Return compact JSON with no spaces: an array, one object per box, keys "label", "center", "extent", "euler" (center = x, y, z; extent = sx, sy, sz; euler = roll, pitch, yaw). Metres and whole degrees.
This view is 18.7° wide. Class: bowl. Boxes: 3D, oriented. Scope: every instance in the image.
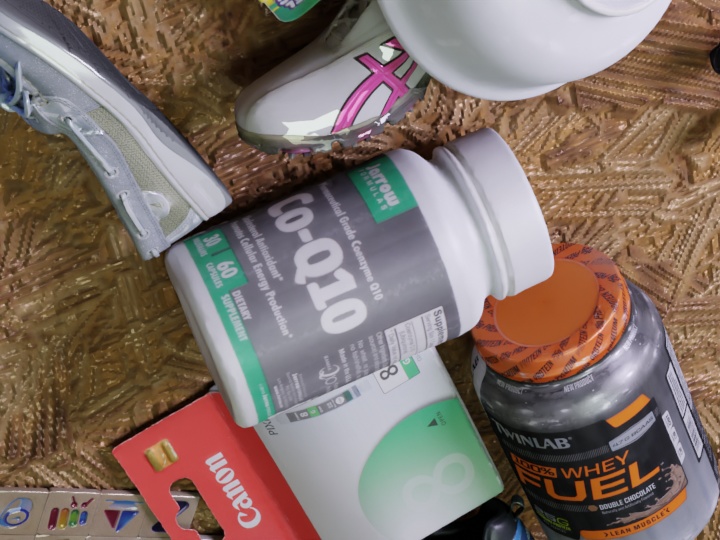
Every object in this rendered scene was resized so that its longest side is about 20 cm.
[{"label":"bowl","center":[0.106,-0.182,1.122],"extent":[0.201,0.090,0.202],"euler":[-9,105,-36]}]

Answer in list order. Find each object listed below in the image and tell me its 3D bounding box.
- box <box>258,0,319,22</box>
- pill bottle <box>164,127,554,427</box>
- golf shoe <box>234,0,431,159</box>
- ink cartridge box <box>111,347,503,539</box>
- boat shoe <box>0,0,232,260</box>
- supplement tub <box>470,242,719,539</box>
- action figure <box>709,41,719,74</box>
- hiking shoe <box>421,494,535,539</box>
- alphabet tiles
[{"label":"box","center":[-0.052,-0.225,1.098],"extent":[0.117,0.048,0.200],"euler":[-39,128,4]},{"label":"pill bottle","center":[0.000,0.000,1.239],"extent":[0.200,0.113,0.113],"euler":[-24,130,-8]},{"label":"golf shoe","center":[0.014,-0.132,1.183],"extent":[0.200,0.073,0.092],"euler":[-28,123,-16]},{"label":"ink cartridge box","center":[-0.029,0.121,1.349],"extent":[0.200,0.050,0.161],"euler":[-32,127,-5]},{"label":"boat shoe","center":[-0.146,-0.077,1.145],"extent":[0.065,0.074,0.202],"euler":[-42,137,3]},{"label":"supplement tub","center":[0.143,0.085,1.360],"extent":[0.122,0.123,0.200],"euler":[-30,130,-2]},{"label":"action figure","center":[0.316,-0.131,1.300],"extent":[0.199,0.102,0.119],"euler":[-23,118,-6]},{"label":"hiking shoe","center":[0.024,0.206,1.425],"extent":[0.199,0.074,0.087],"euler":[-24,120,4]},{"label":"alphabet tiles","center":[-0.155,0.206,1.387],"extent":[0.199,0.008,0.168],"euler":[5,121,-28]}]
